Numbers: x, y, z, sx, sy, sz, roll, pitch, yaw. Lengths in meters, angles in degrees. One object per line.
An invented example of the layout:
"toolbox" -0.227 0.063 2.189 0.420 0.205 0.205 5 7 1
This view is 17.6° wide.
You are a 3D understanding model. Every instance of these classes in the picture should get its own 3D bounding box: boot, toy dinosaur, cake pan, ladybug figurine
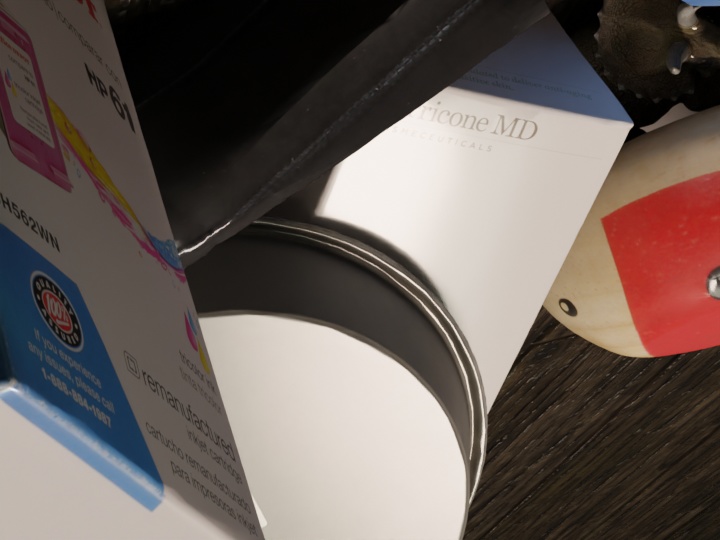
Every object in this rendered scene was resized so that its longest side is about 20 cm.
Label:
"boot" -0.060 -0.066 0.724 0.200 0.165 0.066 -42 139 -4
"toy dinosaur" 0.107 -0.075 0.956 0.102 0.078 0.200 6 156 -33
"cake pan" -0.051 0.075 0.787 0.198 0.037 0.202 -5 124 -8
"ladybug figurine" 0.159 -0.019 0.924 0.199 0.073 0.136 -20 161 15

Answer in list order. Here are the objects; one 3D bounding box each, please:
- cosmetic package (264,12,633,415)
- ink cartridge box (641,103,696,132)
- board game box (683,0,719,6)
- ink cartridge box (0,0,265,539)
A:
"cosmetic package" 0.000 0.000 0.829 0.107 0.085 0.201 8 123 -27
"ink cartridge box" 0.203 -0.058 1.067 0.199 0.085 0.144 -34 159 36
"board game box" 0.169 -0.123 0.752 0.157 0.039 0.200 -7 176 20
"ink cartridge box" -0.108 -0.015 0.581 0.084 0.201 0.145 -26 150 9
